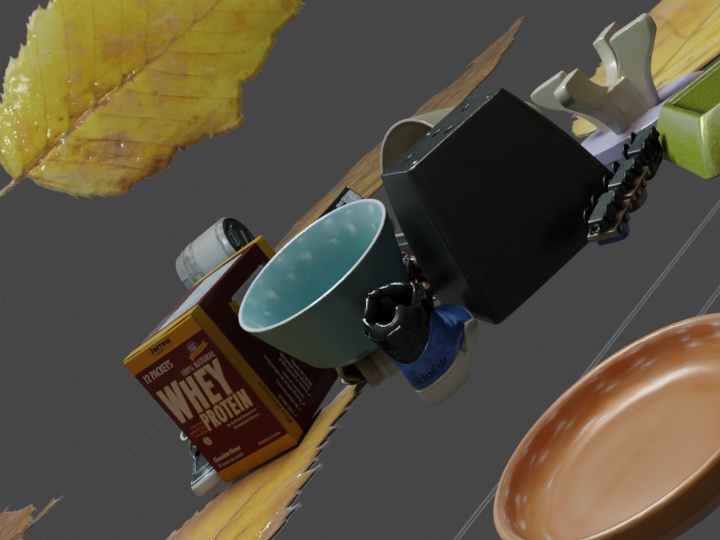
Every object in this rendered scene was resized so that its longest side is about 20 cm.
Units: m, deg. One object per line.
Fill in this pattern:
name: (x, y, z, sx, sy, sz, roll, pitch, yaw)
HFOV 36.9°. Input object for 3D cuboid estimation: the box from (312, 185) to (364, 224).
box: (-0.077, -0.047, 2.038, 0.200, 0.050, 0.158, -51, -5, -46)

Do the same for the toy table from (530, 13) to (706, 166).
toy table: (0.306, -0.213, 1.287, 0.199, 0.117, 0.184, -34, 11, 35)

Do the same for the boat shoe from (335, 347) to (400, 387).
boat shoe: (-0.006, 0.096, 1.246, 0.065, 0.072, 0.200, -41, 15, -14)

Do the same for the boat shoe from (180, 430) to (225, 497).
boat shoe: (-0.190, 0.218, 1.389, 0.073, 0.068, 0.200, -37, 11, 19)

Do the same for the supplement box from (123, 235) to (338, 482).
supplement box: (-0.143, 0.106, 1.326, 0.132, 0.198, 0.200, -32, 12, 33)

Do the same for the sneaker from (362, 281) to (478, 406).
sneaker: (0.057, 0.049, 1.083, 0.076, 0.111, 0.200, -37, 10, 17)

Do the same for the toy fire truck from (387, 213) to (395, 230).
toy fire truck: (-0.021, -0.025, 1.874, 0.199, 0.049, 0.141, -39, 10, 4)

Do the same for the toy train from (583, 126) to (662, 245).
toy train: (0.264, -0.081, 1.069, 0.034, 0.046, 0.200, -12, 26, 38)

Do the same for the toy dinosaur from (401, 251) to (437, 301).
toy dinosaur: (0.051, 0.025, 1.333, 0.135, 0.103, 0.200, -9, -32, -48)

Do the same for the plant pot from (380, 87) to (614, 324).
plant pot: (0.136, -0.081, 1.166, 0.199, 0.178, 0.200, -42, 11, -7)

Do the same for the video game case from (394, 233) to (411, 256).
video game case: (0.000, 0.000, 1.421, 0.181, 0.023, 0.200, -10, -17, -28)

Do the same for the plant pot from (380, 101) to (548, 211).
plant pot: (0.161, -0.147, 1.432, 0.199, 0.189, 0.187, -30, 4, -30)

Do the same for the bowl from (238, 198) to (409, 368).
bowl: (-0.023, 0.028, 1.172, 0.200, 0.105, 0.201, -34, 23, 16)

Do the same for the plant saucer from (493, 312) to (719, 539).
plant saucer: (0.168, 0.105, 0.647, 0.200, 0.038, 0.200, -40, 11, 9)

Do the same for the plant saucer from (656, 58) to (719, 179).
plant saucer: (0.383, -0.182, 1.061, 0.199, 0.048, 0.200, -39, 10, 9)

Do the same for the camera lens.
camera lens: (-0.386, -0.035, 2.948, 0.199, 0.160, 0.160, -36, 11, 21)
